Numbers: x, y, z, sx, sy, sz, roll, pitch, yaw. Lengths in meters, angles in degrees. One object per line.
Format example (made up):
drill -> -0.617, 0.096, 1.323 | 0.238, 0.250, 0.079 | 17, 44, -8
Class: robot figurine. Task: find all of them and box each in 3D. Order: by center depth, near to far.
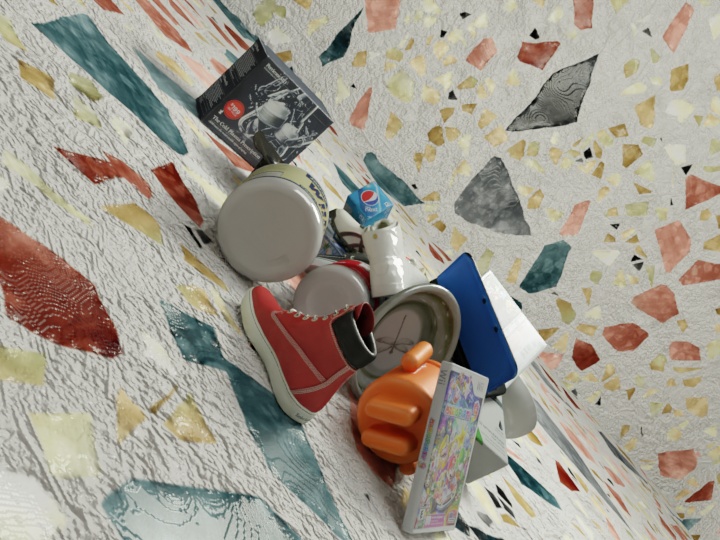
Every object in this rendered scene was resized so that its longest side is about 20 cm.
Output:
robot figurine -> 0.067, 0.183, 1.065 | 0.144, 0.116, 0.200 | 61, 24, 6

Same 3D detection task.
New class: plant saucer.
plant saucer -> 0.055, 0.102, 1.148 | 0.050, 0.201, 0.200 | 35, -1, 43

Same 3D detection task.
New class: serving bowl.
serving bowl -> 0.247, 0.246, 1.564 | 0.200, 0.066, 0.201 | 44, -29, 32

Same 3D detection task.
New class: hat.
hat -> -0.156, -0.148, 1.451 | 0.201, 0.081, 0.201 | 55, 9, -13

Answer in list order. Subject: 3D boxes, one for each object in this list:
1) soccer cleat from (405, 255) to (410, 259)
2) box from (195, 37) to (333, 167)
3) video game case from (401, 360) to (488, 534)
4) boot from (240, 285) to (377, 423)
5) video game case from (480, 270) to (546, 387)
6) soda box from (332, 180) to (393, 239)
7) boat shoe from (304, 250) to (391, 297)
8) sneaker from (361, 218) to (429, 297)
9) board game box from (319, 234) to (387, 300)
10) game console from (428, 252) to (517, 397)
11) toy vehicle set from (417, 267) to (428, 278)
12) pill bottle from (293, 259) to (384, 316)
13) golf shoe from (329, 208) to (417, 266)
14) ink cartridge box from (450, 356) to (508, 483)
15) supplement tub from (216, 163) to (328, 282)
soccer cleat -> 0.063, -0.009, 1.560 | 0.085, 0.069, 0.200 | 39, 7, 7
box -> -0.190, -0.317, 1.608 | 0.200, 0.182, 0.104 | 40, 14, -36
video game case -> 0.109, 0.221, 1.000 | 0.018, 0.201, 0.143 | 10, -10, 29
boot -> -0.057, 0.061, 0.958 | 0.072, 0.144, 0.200 | 33, 18, -47
video game case -> 0.232, 0.119, 1.477 | 0.200, 0.023, 0.182 | -35, 88, -38
soda box -> -0.002, -0.085, 1.573 | 0.064, 0.068, 0.200 | 51, -27, 16
boat shoe -> 0.000, 0.000, 1.369 | 0.199, 0.057, 0.069 | 14, -24, -1
sneaker -> 0.055, -0.021, 1.214 | 0.200, 0.073, 0.116 | 2, 78, -77
board game box -> 0.010, 0.049, 1.466 | 0.200, 0.062, 0.200 | 56, 13, 27
game console -> 0.195, 0.087, 1.259 | 0.170, 0.118, 0.201 | 7, 59, -56
toy vehicle set -> 0.097, 0.098, 1.423 | 0.200, 0.026, 0.125 | -61, 138, -57
pill bottle -> -0.025, 0.042, 1.226 | 0.112, 0.112, 0.200 | 49, 11, 4
golf shoe -> 0.022, -0.047, 1.454 | 0.200, 0.088, 0.077 | 52, 13, 19
ink cartridge box -> 0.158, 0.211, 1.297 | 0.147, 0.083, 0.200 | 42, 30, -27
supplement tub -> -0.120, -0.075, 1.166 | 0.145, 0.145, 0.200 | 46, 12, -10
